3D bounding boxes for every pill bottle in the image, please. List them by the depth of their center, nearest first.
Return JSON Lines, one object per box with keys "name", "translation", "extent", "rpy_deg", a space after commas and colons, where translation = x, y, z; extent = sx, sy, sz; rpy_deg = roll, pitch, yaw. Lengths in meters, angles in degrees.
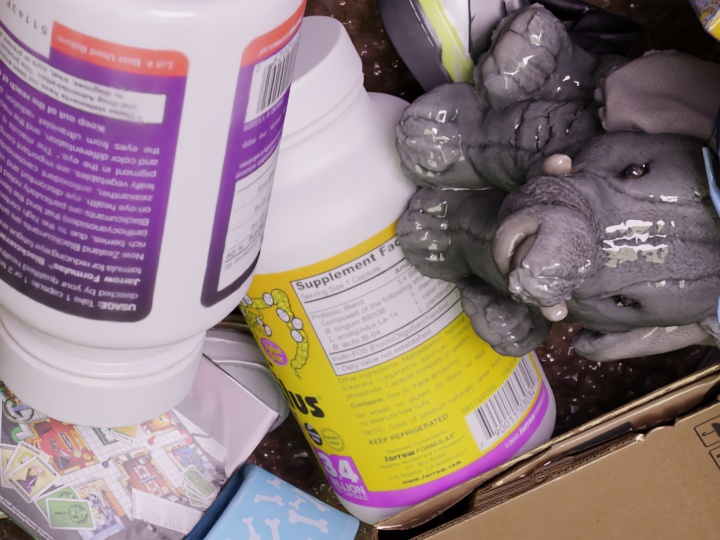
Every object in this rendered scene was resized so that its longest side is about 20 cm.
{"name": "pill bottle", "translation": [-0.086, -0.043, 0.890], "extent": [0.111, 0.112, 0.201], "rpy_deg": [8, 129, -6]}
{"name": "pill bottle", "translation": [0.000, 0.000, 1.005], "extent": [0.104, 0.104, 0.201], "rpy_deg": [-22, 116, 9]}

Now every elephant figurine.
{"name": "elephant figurine", "translation": [0.102, -0.015, 0.876], "extent": [0.155, 0.200, 0.142], "rpy_deg": [-41, 112, -11]}

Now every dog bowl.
{"name": "dog bowl", "translation": [-0.059, 0.131, 1.030], "extent": [0.049, 0.200, 0.112], "rpy_deg": [39, 83, -3]}

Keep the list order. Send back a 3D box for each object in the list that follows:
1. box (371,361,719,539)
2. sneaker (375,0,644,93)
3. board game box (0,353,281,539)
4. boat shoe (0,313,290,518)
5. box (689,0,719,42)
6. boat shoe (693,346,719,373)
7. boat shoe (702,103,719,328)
{"name": "box", "translation": [0.116, 0.132, 1.040], "extent": [0.163, 0.021, 0.200], "rpy_deg": [-26, 137, 11]}
{"name": "sneaker", "translation": [0.087, -0.063, 0.995], "extent": [0.083, 0.072, 0.200], "rpy_deg": [-33, 114, 13]}
{"name": "board game box", "translation": [-0.141, 0.037, 1.008], "extent": [0.200, 0.023, 0.105], "rpy_deg": [40, 85, 0]}
{"name": "boat shoe", "translation": [-0.123, 0.073, 1.058], "extent": [0.198, 0.069, 0.075], "rpy_deg": [-13, 116, 4]}
{"name": "box", "translation": [0.215, -0.116, 0.899], "extent": [0.192, 0.200, 0.122], "rpy_deg": [33, 109, -19]}
{"name": "boat shoe", "translation": [0.147, 0.101, 1.081], "extent": [0.060, 0.076, 0.200], "rpy_deg": [35, 112, -12]}
{"name": "boat shoe", "translation": [0.169, 0.012, 0.815], "extent": [0.084, 0.069, 0.200], "rpy_deg": [5, 149, 40]}
